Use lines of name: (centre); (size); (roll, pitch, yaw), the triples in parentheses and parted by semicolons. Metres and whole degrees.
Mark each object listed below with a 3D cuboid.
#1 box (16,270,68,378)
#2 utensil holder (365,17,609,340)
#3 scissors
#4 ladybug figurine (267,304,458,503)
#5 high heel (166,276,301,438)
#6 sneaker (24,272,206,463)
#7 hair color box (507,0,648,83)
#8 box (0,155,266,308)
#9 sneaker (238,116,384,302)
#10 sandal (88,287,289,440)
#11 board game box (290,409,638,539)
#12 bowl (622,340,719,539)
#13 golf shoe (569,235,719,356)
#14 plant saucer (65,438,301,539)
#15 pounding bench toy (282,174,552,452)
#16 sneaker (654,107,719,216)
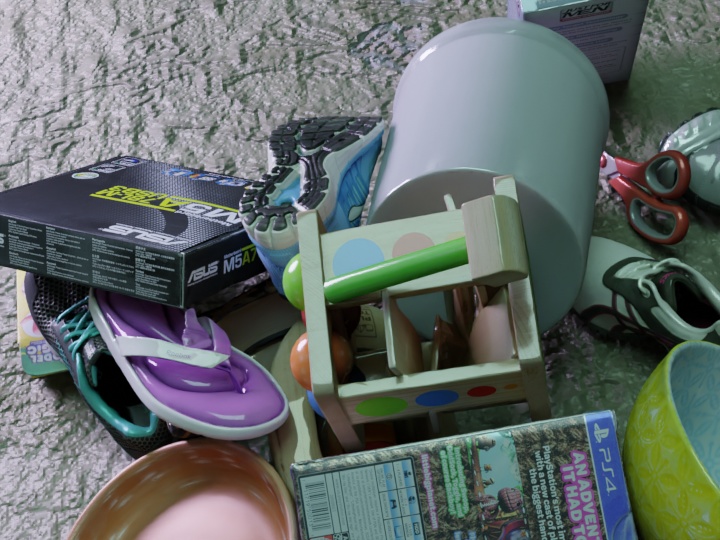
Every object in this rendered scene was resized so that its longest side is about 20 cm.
box: (-0.214, 0.007, 1.306); (0.117, 0.049, 0.201); (-11, 45, 0)
utensil holder: (0.092, -0.065, 1.199); (0.169, 0.171, 0.200); (1, 36, 12)
scissors: (0.201, -0.076, 1.312); (0.014, 0.074, 0.200); (-3, 17, -29)
ladybug figurine: (-0.003, 0.114, 1.128); (0.135, 0.072, 0.201); (4, 58, -17)
high heel: (-0.064, 0.047, 1.167); (0.142, 0.072, 0.200); (-23, 18, 19)
sneaker: (-0.183, 0.058, 1.182); (0.077, 0.091, 0.200); (-38, 71, -6)
hair color box: (0.171, -0.205, 1.316); (0.098, 0.200, 0.061); (-10, 77, 2)
box: (-0.156, -0.034, 1.204); (0.199, 0.048, 0.193); (12, 18, 28)
sneaker: (-0.032, -0.047, 1.170); (0.078, 0.090, 0.200); (2, 32, 20)
sandal: (-0.126, 0.048, 1.103); (0.082, 0.050, 0.202); (-25, 43, -32)
board game box: (0.068, 0.182, 1.001); (0.199, 0.097, 0.160); (-9, 81, -1)
bowl: (0.230, 0.155, 1.025); (0.108, 0.200, 0.201); (-47, 39, 28)
golf shoe: (0.215, 0.016, 1.184); (0.077, 0.088, 0.200); (-36, 48, -19)
plant saucer: (-0.119, 0.208, 1.072); (0.199, 0.037, 0.201); (-17, 52, 24)
pounding bench toy: (0.028, 0.018, 1.003); (0.155, 0.200, 0.125); (-9, 66, 6)
sneaker: (0.328, -0.110, 1.294); (0.200, 0.074, 0.079); (-35, 60, -12)
